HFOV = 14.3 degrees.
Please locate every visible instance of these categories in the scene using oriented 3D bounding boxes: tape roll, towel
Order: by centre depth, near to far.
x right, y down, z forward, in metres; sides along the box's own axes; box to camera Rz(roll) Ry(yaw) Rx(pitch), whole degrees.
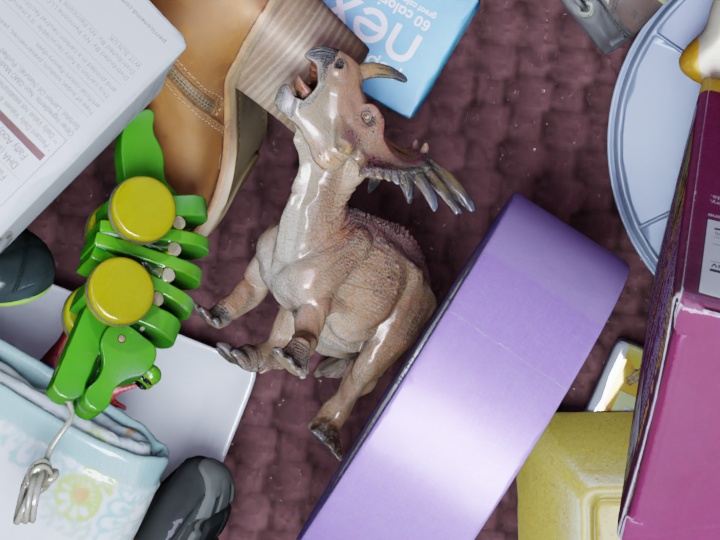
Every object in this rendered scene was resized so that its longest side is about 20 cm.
[{"bbox_3d":[0.044,0.065,1.322,0.065,0.200,0.201,33,95,1],"label":"tape roll"},{"bbox_3d":[-0.206,0.107,1.347,0.199,0.048,0.172,30,111,9],"label":"towel"}]

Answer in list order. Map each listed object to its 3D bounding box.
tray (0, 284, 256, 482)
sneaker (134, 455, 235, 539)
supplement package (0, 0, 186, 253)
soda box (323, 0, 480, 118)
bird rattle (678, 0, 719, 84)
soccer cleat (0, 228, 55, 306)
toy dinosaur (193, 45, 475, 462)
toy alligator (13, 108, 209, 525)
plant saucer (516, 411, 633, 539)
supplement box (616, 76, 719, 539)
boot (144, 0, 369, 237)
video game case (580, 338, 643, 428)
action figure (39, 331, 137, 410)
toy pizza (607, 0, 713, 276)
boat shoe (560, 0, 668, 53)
[{"bbox_3d":[-0.160,0.060,1.422,0.199,0.022,0.108,21,94,2],"label":"tray"},{"bbox_3d":[-0.139,0.156,1.388,0.079,0.075,0.200,43,108,8],"label":"sneaker"},{"bbox_3d":[-0.186,-0.059,1.230,0.117,0.117,0.200,45,80,-3],"label":"supplement package"},{"bbox_3d":[-0.043,-0.152,1.382,0.199,0.064,0.068,31,95,0],"label":"soda box"},{"bbox_3d":[0.241,-0.117,1.340,0.200,0.113,0.163,34,107,-12],"label":"bird rattle"},{"bbox_3d":[-0.229,-0.043,1.309,0.199,0.068,0.081,23,122,9],"label":"soccer cleat"},{"bbox_3d":[0.000,0.000,1.330,0.086,0.200,0.136,37,77,27],"label":"toy dinosaur"},{"bbox_3d":[-0.105,0.026,1.290,0.054,0.059,0.201,18,71,-14],"label":"toy alligator"},{"bbox_3d":[0.175,0.169,1.377,0.199,0.048,0.201,-1,93,3],"label":"plant saucer"},{"bbox_3d":[0.181,0.022,1.265,0.103,0.200,0.131,13,124,3],"label":"supplement box"},{"bbox_3d":[-0.107,-0.095,1.352,0.155,0.074,0.200,39,122,-9],"label":"boot"},{"bbox_3d":[0.169,0.160,1.412,0.181,0.023,0.201,24,95,1],"label":"video game case"},{"bbox_3d":[-0.168,0.019,1.375,0.099,0.065,0.201,-30,91,13],"label":"action figure"},{"bbox_3d":[0.219,-0.062,1.390,0.199,0.032,0.201,0,94,4],"label":"toy pizza"},{"bbox_3d":[0.064,-0.183,1.368,0.200,0.073,0.065,41,97,5],"label":"boat shoe"}]
